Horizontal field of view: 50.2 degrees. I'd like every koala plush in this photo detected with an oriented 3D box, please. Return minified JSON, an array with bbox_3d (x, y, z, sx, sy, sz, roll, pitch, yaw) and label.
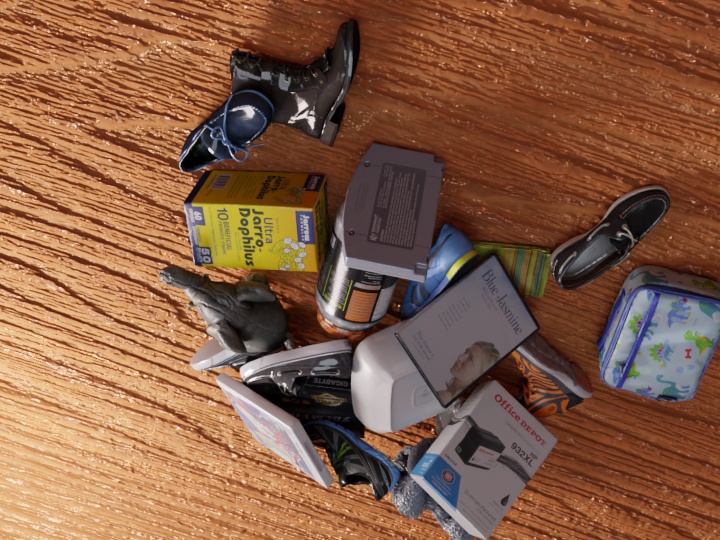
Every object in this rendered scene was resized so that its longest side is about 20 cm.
[{"bbox_3d":[0.159,0.327,1.352,0.175,0.184,0.202,30,102,-18],"label":"koala plush"}]

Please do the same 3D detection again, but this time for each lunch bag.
[{"bbox_3d":[0.456,0.100,1.178,0.157,0.083,0.204,15,123,4],"label":"lunch bag"}]

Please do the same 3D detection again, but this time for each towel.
[{"bbox_3d":[0.194,-0.004,1.198,0.194,0.018,0.088,6,122,7],"label":"towel"}]

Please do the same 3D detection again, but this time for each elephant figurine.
[{"bbox_3d":[-0.198,0.064,1.190,0.151,0.200,0.145,-12,77,9],"label":"elephant figurine"}]

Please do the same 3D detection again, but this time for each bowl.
[{"bbox_3d":[0.085,0.172,1.230,0.196,0.075,0.203,-18,134,-19],"label":"bowl"}]

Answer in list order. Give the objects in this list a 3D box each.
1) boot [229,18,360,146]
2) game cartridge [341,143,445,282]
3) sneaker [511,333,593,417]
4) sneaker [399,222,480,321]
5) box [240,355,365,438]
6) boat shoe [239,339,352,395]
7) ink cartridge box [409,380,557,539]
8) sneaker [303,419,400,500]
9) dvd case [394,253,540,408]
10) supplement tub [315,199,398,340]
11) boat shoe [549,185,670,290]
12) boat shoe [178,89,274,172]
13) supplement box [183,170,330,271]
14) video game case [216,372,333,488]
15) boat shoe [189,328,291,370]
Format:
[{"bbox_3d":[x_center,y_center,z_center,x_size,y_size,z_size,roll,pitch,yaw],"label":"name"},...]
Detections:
[{"bbox_3d":[-0.097,-0.267,1.053,0.170,0.070,0.203,18,127,-2],"label":"boot"},{"bbox_3d":[0.043,-0.084,1.074,0.130,0.204,0.041,13,149,0],"label":"game cartridge"},{"bbox_3d":[0.279,0.177,1.261,0.199,0.078,0.112,38,120,-14],"label":"sneaker"},{"bbox_3d":[0.106,0.004,1.186,0.079,0.065,0.201,50,137,14],"label":"sneaker"},{"bbox_3d":[-0.093,0.225,1.341,0.194,0.051,0.201,5,144,9],"label":"box"},{"bbox_3d":[-0.100,0.162,1.210,0.195,0.070,0.068,-15,75,16],"label":"boat shoe"},{"bbox_3d":[0.200,0.303,1.245,0.145,0.201,0.084,42,164,1],"label":"ink cartridge box"},{"bbox_3d":[-0.028,0.321,1.316,0.197,0.083,0.071,27,160,24],"label":"sneaker"},{"bbox_3d":[0.165,0.091,1.165,0.199,0.018,0.144,-37,103,-9],"label":"dvd case"},{"bbox_3d":[0.000,0.000,1.173,0.120,0.124,0.203,18,125,-2],"label":"supplement tub"},{"bbox_3d":[0.361,-0.043,1.107,0.198,0.061,0.074,-34,112,20],"label":"boat shoe"},{"bbox_3d":[-0.190,-0.183,1.091,0.084,0.070,0.199,38,144,-20],"label":"boat shoe"},{"bbox_3d":[-0.151,-0.076,1.162,0.194,0.110,0.111,2,123,8],"label":"supplement box"},{"bbox_3d":[-0.146,0.271,1.306,0.198,0.023,0.184,23,148,39],"label":"video game case"},{"bbox_3d":[-0.205,0.141,1.339,0.196,0.072,0.069,-25,114,16],"label":"boat shoe"}]
